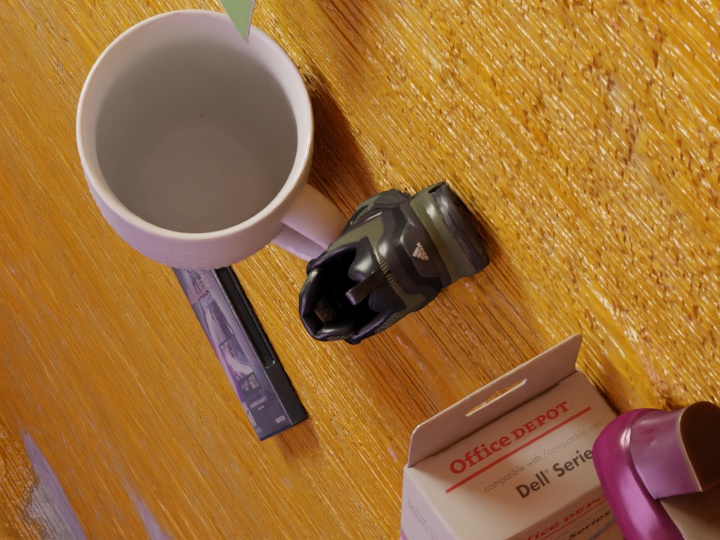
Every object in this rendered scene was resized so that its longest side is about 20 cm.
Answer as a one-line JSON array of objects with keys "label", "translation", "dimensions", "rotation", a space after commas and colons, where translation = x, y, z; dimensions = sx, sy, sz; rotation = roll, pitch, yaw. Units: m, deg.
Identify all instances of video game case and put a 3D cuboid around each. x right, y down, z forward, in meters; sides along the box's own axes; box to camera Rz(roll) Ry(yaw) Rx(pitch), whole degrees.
[{"label": "video game case", "translation": [-0.111, 0.047, 1.802], "dimensions": [0.201, 0.019, 0.143], "rotation": [62, 164, 2]}]

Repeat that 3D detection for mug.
[{"label": "mug", "translation": [-0.084, -0.059, 1.371], "dimensions": [0.199, 0.148, 0.175], "rotation": [31, 169, 3]}]

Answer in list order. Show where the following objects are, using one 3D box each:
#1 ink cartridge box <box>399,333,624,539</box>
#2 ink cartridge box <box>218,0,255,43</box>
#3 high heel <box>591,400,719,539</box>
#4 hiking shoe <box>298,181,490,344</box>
[{"label": "ink cartridge box", "translation": [0.086, 0.130, 1.149], "dimensions": [0.067, 0.117, 0.201], "rotation": [53, 162, 27]}, {"label": "ink cartridge box", "translation": [-0.073, -0.239, 1.189], "dimensions": [0.146, 0.048, 0.200], "rotation": [58, 163, 16]}, {"label": "high heel", "translation": [0.171, 0.162, 1.027], "dimensions": [0.096, 0.067, 0.202], "rotation": [-29, 73, 64]}, {"label": "hiking shoe", "translation": [0.000, 0.000, 1.241], "dimensions": [0.076, 0.100, 0.200], "rotation": [62, 164, 2]}]
